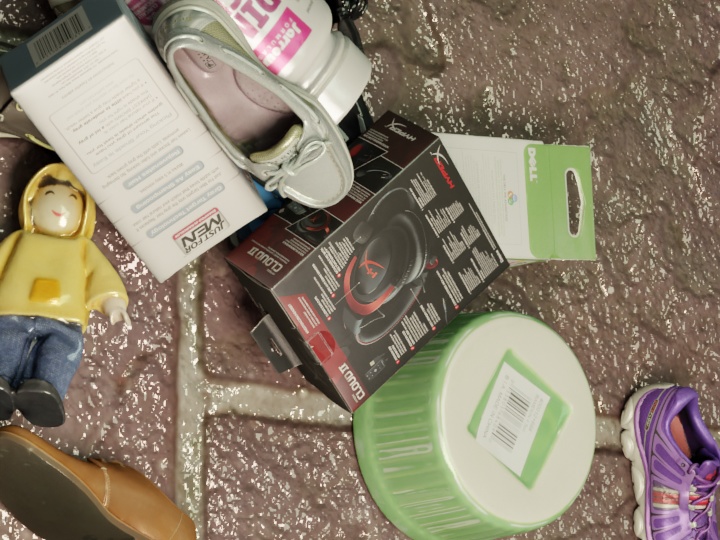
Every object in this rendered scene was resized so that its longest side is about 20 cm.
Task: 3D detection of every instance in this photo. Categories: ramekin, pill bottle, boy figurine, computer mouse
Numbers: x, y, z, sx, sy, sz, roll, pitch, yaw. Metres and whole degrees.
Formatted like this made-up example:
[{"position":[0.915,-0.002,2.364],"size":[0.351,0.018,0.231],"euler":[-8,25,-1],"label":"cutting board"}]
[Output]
[{"position":[0.101,0.127,1.809],"size":[0.199,0.097,0.201],"euler":[8,77,-36],"label":"ramekin"},{"position":[-0.093,-0.186,1.624],"size":[0.200,0.113,0.114],"euler":[41,60,-21],"label":"pill bottle"},{"position":[-0.223,0.014,1.585],"size":[0.123,0.065,0.201],"euler":[9,60,3],"label":"boy figurine"},{"position":[-0.003,-0.130,1.750],"size":[0.046,0.140,0.201],"euler":[-5,85,-14],"label":"computer mouse"}]

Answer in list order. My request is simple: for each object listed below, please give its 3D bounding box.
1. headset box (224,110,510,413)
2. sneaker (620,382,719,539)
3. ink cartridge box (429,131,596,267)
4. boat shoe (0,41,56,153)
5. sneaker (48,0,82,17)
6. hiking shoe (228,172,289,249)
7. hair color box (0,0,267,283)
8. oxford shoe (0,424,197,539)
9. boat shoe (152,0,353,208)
[{"position":[0.000,0.000,1.708],"size":[0.200,0.075,0.149],"euler":[-43,129,-13],"label":"headset box"},{"position":[0.288,0.199,1.950],"size":[0.080,0.083,0.201],"euler":[-17,93,-38],"label":"sneaker"},{"position":[0.107,-0.058,1.872],"size":[0.199,0.059,0.105],"euler":[1,82,-37],"label":"ink cartridge box"},{"position":[-0.232,-0.125,1.625],"size":[0.200,0.060,0.072],"euler":[25,68,-32],"label":"boat shoe"},{"position":[-0.165,-0.259,1.692],"size":[0.200,0.075,0.116],"euler":[-34,104,-34],"label":"sneaker"},{"position":[-0.065,-0.083,1.729],"size":[0.074,0.086,0.201],"euler":[-5,84,-38],"label":"hiking shoe"},{"position":[-0.163,-0.097,1.590],"size":[0.099,0.061,0.200],"euler":[-34,125,3],"label":"hair color box"},{"position":[-0.197,0.164,1.604],"size":[0.200,0.071,0.072],"euler":[42,43,-31],"label":"oxford shoe"},{"position":[-0.075,-0.109,1.564],"size":[0.202,0.074,0.065],"euler":[50,18,-33],"label":"boat shoe"}]
